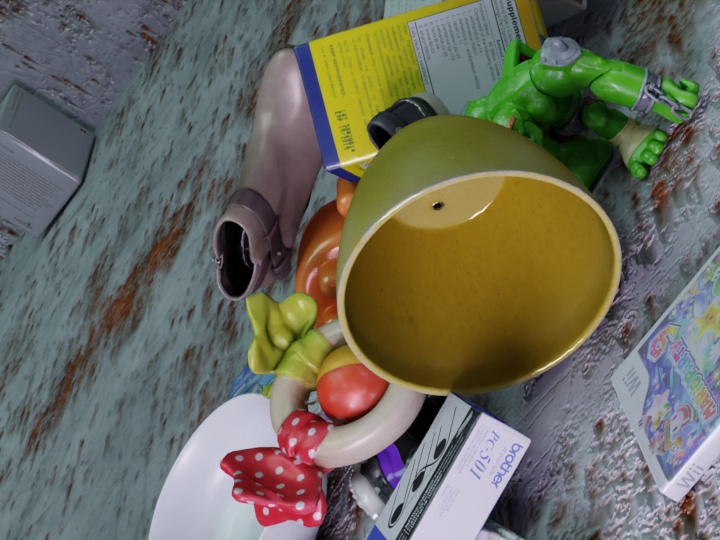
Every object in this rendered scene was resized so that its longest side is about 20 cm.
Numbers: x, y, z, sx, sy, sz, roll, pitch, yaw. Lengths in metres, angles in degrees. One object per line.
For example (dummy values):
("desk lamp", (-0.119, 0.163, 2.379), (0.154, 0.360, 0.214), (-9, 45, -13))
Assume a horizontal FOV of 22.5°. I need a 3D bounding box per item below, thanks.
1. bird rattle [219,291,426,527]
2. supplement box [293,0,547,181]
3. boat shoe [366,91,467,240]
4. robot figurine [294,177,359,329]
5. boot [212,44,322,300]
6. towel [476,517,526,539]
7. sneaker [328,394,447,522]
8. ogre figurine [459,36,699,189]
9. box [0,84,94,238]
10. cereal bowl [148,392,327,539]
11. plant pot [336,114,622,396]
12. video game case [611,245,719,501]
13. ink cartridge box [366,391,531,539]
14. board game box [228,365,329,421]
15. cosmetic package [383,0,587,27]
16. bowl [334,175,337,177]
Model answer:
("bird rattle", (-0.027, 0.096, 1.365), (0.163, 0.113, 0.200), (-21, 37, 20))
("supplement box", (0.061, -0.154, 1.503), (0.200, 0.109, 0.110), (-15, -5, 10))
("boat shoe", (0.058, -0.037, 1.415), (0.063, 0.200, 0.073), (-21, 3, -37))
("robot figurine", (0.000, 0.002, 1.599), (0.117, 0.144, 0.200), (-42, 14, 13))
("boot", (-0.082, -0.076, 1.567), (0.146, 0.070, 0.200), (-56, -29, -50))
("towel", (0.073, 0.238, 1.176), (0.149, 0.031, 0.200), (-60, 18, -5))
("sneaker", (0.038, 0.120, 1.414), (0.100, 0.070, 0.200), (-47, 24, 13))
("ogre figurine", (0.151, -0.113, 1.384), (0.098, 0.120, 0.200), (-64, 18, -15))
("box", (-0.658, -0.215, 3.568), (0.171, 0.200, 0.199), (-48, 20, 25))
("cereal bowl", (-0.094, 0.209, 1.552), (0.200, 0.083, 0.200), (-37, 38, 36))
("plant pot", (0.070, -0.031, 1.295), (0.200, 0.200, 0.142), (-50, 33, 26))
("video game case", (0.233, 0.029, 1.104), (0.200, 0.018, 0.143), (-53, 19, 18))
("ink cartridge box", (0.041, 0.186, 1.252), (0.200, 0.044, 0.094), (-60, 12, 0))
("board game box", (-0.066, 0.124, 1.706), (0.200, 0.043, 0.199), (-47, 23, 34))
("cosmetic package", (0.111, -0.254, 1.618), (0.200, 0.074, 0.102), (-23, 53, 48))
("bowl", (0.046, -0.123, 1.664), (0.201, 0.201, 0.090), (-23, 84, 61))
